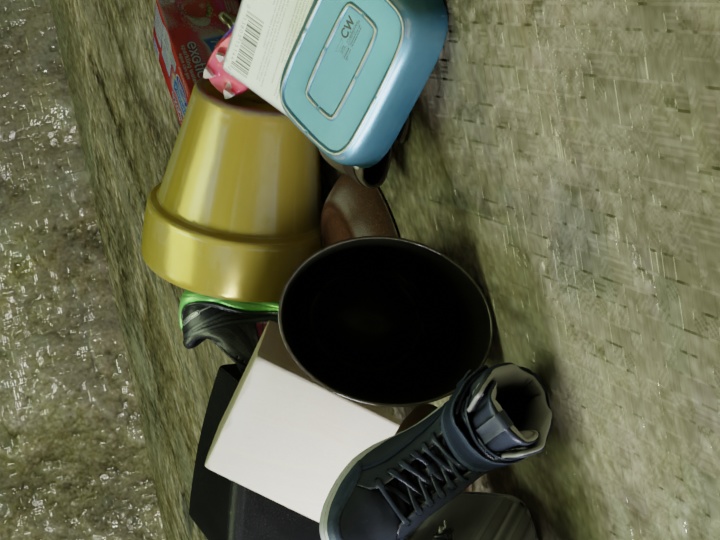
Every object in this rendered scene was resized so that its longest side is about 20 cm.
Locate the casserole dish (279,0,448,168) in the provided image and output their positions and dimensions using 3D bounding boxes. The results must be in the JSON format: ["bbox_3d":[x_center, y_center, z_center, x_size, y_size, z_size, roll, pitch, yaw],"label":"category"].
[{"bbox_3d":[-0.005,-0.172,1.370,0.121,0.039,0.201,45,128,21],"label":"casserole dish"}]

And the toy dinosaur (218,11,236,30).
[{"bbox_3d":[-0.107,-0.214,1.834,0.088,0.047,0.202,77,173,-70],"label":"toy dinosaur"}]

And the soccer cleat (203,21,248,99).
[{"bbox_3d":[-0.082,-0.242,1.633,0.067,0.077,0.200,43,132,-4],"label":"soccer cleat"}]

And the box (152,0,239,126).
[{"bbox_3d":[-0.167,-0.217,1.939,0.100,0.094,0.202,109,144,-63],"label":"box"}]

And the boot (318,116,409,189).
[{"bbox_3d":[-0.005,-0.178,1.493,0.147,0.070,0.201,52,149,37],"label":"boot"}]

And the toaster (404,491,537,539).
[{"bbox_3d":[0.087,0.268,1.377,0.129,0.112,0.202,-46,-50,-59],"label":"toaster"}]

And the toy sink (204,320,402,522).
[{"bbox_3d":[-0.033,0.160,1.663,0.112,0.198,0.131,-75,11,-72],"label":"toy sink"}]

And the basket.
[{"bbox_3d":[0.009,0.044,1.469,0.200,0.178,0.138,167,112,-82],"label":"basket"}]

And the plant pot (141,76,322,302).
[{"bbox_3d":[-0.119,-0.094,1.745,0.201,0.198,0.191,-131,47,-57],"label":"plant pot"}]

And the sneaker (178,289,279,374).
[{"bbox_3d":[-0.094,0.069,1.740,0.077,0.198,0.085,2,-80,-73],"label":"sneaker"}]

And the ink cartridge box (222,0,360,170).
[{"bbox_3d":[-0.021,-0.216,1.425,0.176,0.045,0.202,38,125,25],"label":"ink cartridge box"}]

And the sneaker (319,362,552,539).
[{"bbox_3d":[0.061,0.145,1.296,0.077,0.202,0.146,51,159,-1],"label":"sneaker"}]

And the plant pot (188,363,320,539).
[{"bbox_3d":[-0.074,0.195,1.825,0.199,0.198,0.180,-156,63,-70],"label":"plant pot"}]

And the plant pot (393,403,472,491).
[{"bbox_3d":[0.058,0.218,1.466,0.200,0.027,0.203,6,-90,-65],"label":"plant pot"}]

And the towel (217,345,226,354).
[{"bbox_3d":[-0.095,0.040,1.859,0.024,0.147,0.200,43,174,-22],"label":"towel"}]

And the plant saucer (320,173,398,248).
[{"bbox_3d":[0.000,0.000,1.662,0.200,0.036,0.203,165,90,-74],"label":"plant saucer"}]
